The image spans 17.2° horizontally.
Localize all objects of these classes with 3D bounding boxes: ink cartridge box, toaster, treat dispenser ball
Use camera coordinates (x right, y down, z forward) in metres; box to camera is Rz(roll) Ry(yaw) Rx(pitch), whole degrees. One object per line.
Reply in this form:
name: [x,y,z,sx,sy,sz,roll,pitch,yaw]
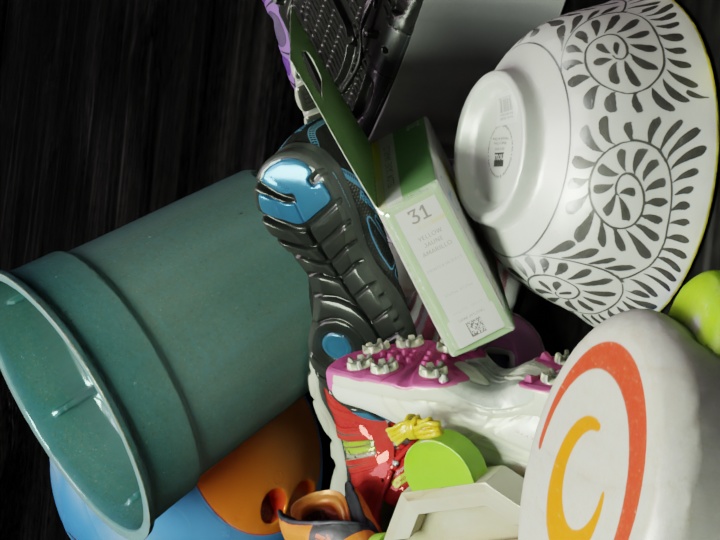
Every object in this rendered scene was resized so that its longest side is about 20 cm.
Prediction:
ink cartridge box: [0.023,-0.063,1.400,0.146,0.048,0.201,-95,-21,-72]
toaster: [0.039,-0.181,1.526,0.200,0.118,0.182,-114,36,-47]
treat dispenser ball: [-0.127,0.141,1.738,0.201,0.200,0.202,-175,90,-66]

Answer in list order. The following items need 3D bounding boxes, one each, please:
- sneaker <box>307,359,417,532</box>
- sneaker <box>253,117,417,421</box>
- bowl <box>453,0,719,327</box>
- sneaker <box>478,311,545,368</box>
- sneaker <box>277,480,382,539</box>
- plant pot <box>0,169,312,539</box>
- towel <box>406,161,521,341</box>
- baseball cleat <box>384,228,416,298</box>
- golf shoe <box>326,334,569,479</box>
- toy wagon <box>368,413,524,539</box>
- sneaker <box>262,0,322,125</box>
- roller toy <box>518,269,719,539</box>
sneaker: [0.022,0.111,1.559,0.085,0.077,0.201,30,135,53]
sneaker: [0.000,0.000,1.472,0.082,0.073,0.201,-58,-42,-53]
bowl: [0.114,-0.067,1.372,0.200,0.094,0.202,-176,90,-65]
sneaker: [0.069,0.125,1.469,0.088,0.080,0.202,168,107,-74]
sneaker: [-0.008,0.198,1.544,0.113,0.077,0.200,63,161,12]
plant pot: [-0.118,0.042,1.579,0.200,0.196,0.201,45,155,28]
towel: [0.048,-0.003,1.584,0.200,0.030,0.147,-121,41,-52]
baseball cleat: [-0.002,-0.049,1.607,0.200,0.069,0.107,27,108,54]
golf shoe: [0.070,0.090,1.381,0.199,0.075,0.092,7,111,28]
toy wagon: [0.074,0.168,1.363,0.155,0.040,0.201,-12,105,40]
sneaker: [-0.031,-0.182,1.675,0.083,0.080,0.201,-141,32,-65]
roller toy: [0.169,0.120,1.162,0.200,0.139,0.183,125,152,-52]
